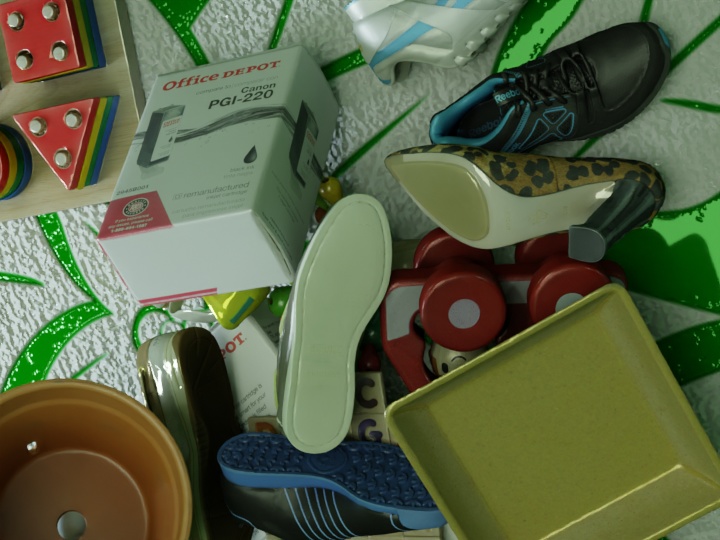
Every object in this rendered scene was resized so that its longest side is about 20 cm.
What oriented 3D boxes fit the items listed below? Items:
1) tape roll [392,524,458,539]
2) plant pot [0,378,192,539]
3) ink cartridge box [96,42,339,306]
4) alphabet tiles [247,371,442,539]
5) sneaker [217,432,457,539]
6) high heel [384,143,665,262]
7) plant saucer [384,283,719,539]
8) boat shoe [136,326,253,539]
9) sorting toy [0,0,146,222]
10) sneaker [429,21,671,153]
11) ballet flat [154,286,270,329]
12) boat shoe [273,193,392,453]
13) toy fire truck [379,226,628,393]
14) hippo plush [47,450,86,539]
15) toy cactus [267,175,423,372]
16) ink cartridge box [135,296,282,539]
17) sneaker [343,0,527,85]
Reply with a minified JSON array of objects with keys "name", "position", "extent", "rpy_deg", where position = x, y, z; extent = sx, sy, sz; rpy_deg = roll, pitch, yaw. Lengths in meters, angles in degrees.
[{"name":"tape roll","position":[0.118,0.251,1.386],"extent":[0.202,0.037,0.203],"rpy_deg":[5,118,9]},{"name":"plant pot","position":[-0.231,0.195,1.352],"extent":[0.200,0.140,0.201],"rpy_deg":[1,77,-5]},{"name":"ink cartridge box","position":[-0.110,-0.079,1.376],"extent":[0.145,0.200,0.085],"rpy_deg":[-9,132,23]},{"name":"alphabet tiles","position":[-0.012,0.180,1.377],"extent":[0.166,0.006,0.201],"rpy_deg":[-4,98,31]},{"name":"sneaker","position":[-0.016,0.181,1.344],"extent":[0.200,0.070,0.078],"rpy_deg":[9,128,21]},{"name":"high heel","position":[0.130,-0.070,1.324],"extent":[0.200,0.143,0.072],"rpy_deg":[22,124,24]},{"name":"plant saucer","position":[0.147,0.128,1.277],"extent":[0.200,0.048,0.200],"rpy_deg":[-29,107,6]},{"name":"boat shoe","position":[-0.137,0.146,1.407],"extent":[0.066,0.074,0.201],"rpy_deg":[-7,94,37]},{"name":"sorting toy","position":[-0.296,-0.148,1.515],"extent":[0.200,0.070,0.199],"rpy_deg":[-9,94,23]},{"name":"sneaker","position":[0.146,-0.131,1.323],"extent":[0.200,0.082,0.073],"rpy_deg":[-29,72,22]},{"name":"ballet flat","position":[-0.149,0.005,1.434],"extent":[0.200,0.067,0.067],"rpy_deg":[20,81,51]},{"name":"boat shoe","position":[-0.027,0.036,1.315],"extent":[0.072,0.060,0.202],"rpy_deg":[9,99,-19]},{"name":"toy fire truck","position":[0.116,0.057,1.339],"extent":[0.199,0.112,0.168],"rpy_deg":[-4,111,-1]},{"name":"hippo plush","position":[-0.189,0.220,1.472],"extent":[0.160,0.200,0.160],"rpy_deg":[6,122,14]},{"name":"toy cactus","position":[0.000,0.000,1.402],"extent":[0.165,0.102,0.200],"rpy_deg":[-13,68,5]},{"name":"ink cartridge box","position":[-0.074,0.142,1.459],"extent":[0.145,0.084,0.200],"rpy_deg":[-41,82,22]},{"name":"sneaker","position":[0.088,-0.208,1.351],"extent":[0.200,0.076,0.081],"rpy_deg":[-16,100,30]}]
